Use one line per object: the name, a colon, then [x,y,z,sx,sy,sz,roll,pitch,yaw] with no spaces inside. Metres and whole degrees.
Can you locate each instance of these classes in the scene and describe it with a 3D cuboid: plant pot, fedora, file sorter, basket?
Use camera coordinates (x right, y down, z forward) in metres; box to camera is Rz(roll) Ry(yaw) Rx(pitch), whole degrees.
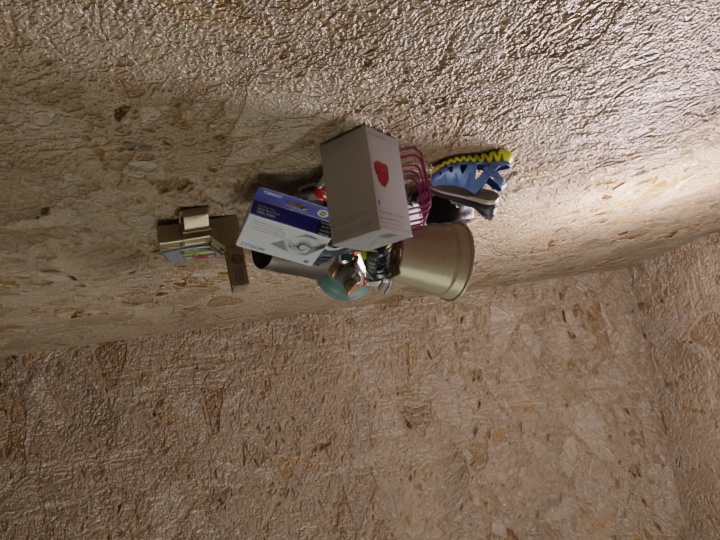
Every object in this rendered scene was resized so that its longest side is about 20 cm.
plant pot: [-0.031,-0.024,1.880,0.195,0.206,0.134,-6,169,-16]
fedora: [0.230,-0.163,1.677,0.195,0.094,0.201,-9,169,-2]
plant pot: [0.155,-0.034,1.579,0.179,0.206,0.200,8,164,-21]
file sorter: [0.085,-0.169,1.418,0.122,0.143,0.200,-12,169,-1]
basket: [-0.194,-0.052,1.796,0.197,0.140,0.178,6,169,-44]

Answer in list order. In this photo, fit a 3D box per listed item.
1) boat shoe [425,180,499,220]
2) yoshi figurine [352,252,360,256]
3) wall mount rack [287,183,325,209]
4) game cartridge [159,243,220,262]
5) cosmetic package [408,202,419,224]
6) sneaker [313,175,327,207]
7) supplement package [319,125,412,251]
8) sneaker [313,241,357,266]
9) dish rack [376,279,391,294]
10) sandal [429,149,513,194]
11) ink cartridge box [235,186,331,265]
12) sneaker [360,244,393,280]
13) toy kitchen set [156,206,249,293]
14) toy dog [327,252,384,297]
boat shoe: [0.236,-0.169,1.516,0.197,0.064,0.072,22,-139,34]
yoshi figurine: [-0.059,-0.108,1.746,0.197,0.115,0.111,18,177,-43]
wall mount rack: [-0.135,-0.141,1.533,0.169,0.077,0.200,-8,168,0]
game cartridge: [-0.452,-0.062,1.776,0.194,0.042,0.133,-8,165,-9]
cosmetic package: [0.078,-0.143,1.711,0.099,0.073,0.199,-14,168,26]
sneaker: [-0.044,-0.163,1.441,0.085,0.077,0.199,-45,149,10]
supplement package: [0.011,-0.155,1.244,0.118,0.206,0.120,-16,168,35]
sneaker: [-0.047,-0.068,1.618,0.198,0.079,0.145,-3,164,-34]
dish rack: [0.077,-0.039,1.948,0.042,0.206,0.172,9,168,-2]
sandal: [0.256,-0.216,1.459,0.194,0.090,0.079,-9,171,7]
ink cartridge box: [-0.166,-0.092,1.440,0.195,0.042,0.200,15,147,-17]
sneaker: [0.046,-0.025,1.498,0.072,0.083,0.200,-16,175,-4]
toy kitchen set: [-0.379,-0.041,1.545,0.195,0.185,0.163,-10,169,-19]
toy dog: [0.000,0.000,1.676,0.097,0.131,0.200,-55,175,20]
